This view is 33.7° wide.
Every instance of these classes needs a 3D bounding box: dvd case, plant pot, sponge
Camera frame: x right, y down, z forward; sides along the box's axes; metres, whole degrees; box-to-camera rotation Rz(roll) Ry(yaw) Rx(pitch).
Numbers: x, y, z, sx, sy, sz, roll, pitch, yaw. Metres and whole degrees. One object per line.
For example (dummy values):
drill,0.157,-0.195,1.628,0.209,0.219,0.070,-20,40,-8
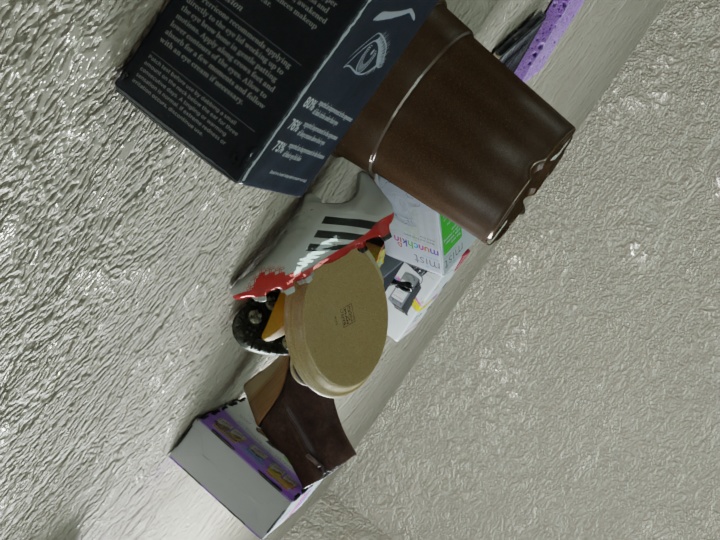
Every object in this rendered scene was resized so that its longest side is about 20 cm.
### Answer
dvd case,0.199,-0.282,1.777,0.149,0.016,0.201,-45,168,-40
plant pot,0.101,-0.143,1.237,0.201,0.198,0.200,-50,171,-11
sponge,0.306,-0.388,1.876,0.112,0.030,0.201,-42,166,-52

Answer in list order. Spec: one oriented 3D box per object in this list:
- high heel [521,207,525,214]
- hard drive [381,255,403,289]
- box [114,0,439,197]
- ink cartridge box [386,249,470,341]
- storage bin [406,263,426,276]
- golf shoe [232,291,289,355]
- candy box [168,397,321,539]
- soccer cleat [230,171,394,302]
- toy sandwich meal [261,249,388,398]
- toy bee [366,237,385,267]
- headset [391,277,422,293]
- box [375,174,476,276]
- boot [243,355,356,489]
high heel,0.235,-0.170,1.986,0.072,0.142,0.200,-49,171,-18
hard drive,0.007,0.029,1.915,0.135,0.042,0.200,-59,169,32
box,-0.039,-0.158,0.759,0.201,0.104,0.148,-54,171,6
ink cartridge box,0.112,0.024,2.297,0.201,0.085,0.147,-57,170,18
storage bin,0.134,-0.103,1.843,0.200,0.094,0.135,-51,173,25
golf shoe,-0.096,0.069,1.439,0.088,0.078,0.199,-27,172,34
candy box,-0.148,0.266,1.632,0.072,0.167,0.200,-52,171,9
soccer cleat,-0.058,-0.035,1.280,0.199,0.086,0.069,-28,-174,-7
toy sandwich meal,-0.040,0.047,1.391,0.070,0.207,0.205,-2,-151,38
toy bee,0.000,0.000,1.562,0.131,0.108,0.201,-44,167,-53
headset,0.105,-0.058,2.069,0.123,0.093,0.202,-15,126,-69
box,0.111,-0.128,1.494,0.200,0.096,0.178,-46,143,-34
boot,-0.049,0.170,1.560,0.200,0.167,0.072,-41,167,25
